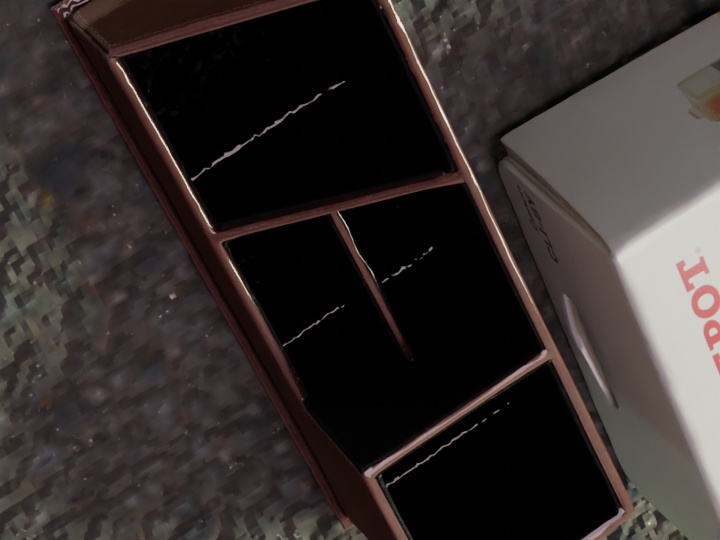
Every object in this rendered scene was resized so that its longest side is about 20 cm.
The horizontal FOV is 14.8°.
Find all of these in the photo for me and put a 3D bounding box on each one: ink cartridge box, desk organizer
[{"bbox_3d":[0.161,-0.015,0.828,0.199,0.083,0.146,-30,122,-7],"label":"ink cartridge box"},{"bbox_3d":[0.000,0.000,0.765,0.072,0.077,0.201,-33,124,-8],"label":"desk organizer"}]
